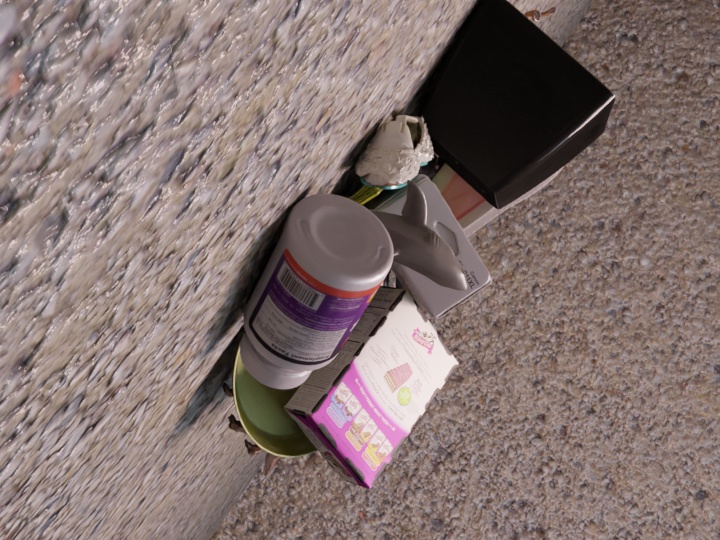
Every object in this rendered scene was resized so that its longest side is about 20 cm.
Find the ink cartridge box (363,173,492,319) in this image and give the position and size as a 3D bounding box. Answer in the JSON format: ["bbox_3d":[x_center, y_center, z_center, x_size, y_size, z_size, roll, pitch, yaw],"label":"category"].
[{"bbox_3d":[0.069,-0.035,1.326,0.082,0.147,0.200,-33,-173,-1],"label":"ink cartridge box"}]

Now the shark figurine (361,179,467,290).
[{"bbox_3d":[-0.001,-0.024,1.173,0.090,0.212,0.129,-61,148,-44],"label":"shark figurine"}]

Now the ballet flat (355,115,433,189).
[{"bbox_3d":[0.039,-0.140,1.246,0.072,0.071,0.200,-56,177,19],"label":"ballet flat"}]

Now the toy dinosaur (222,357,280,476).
[{"bbox_3d":[-0.094,0.155,1.380,0.134,0.203,0.086,-11,-175,-23],"label":"toy dinosaur"}]

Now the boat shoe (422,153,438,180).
[{"bbox_3d":[0.110,-0.152,1.754,0.074,0.068,0.199,-54,175,-6],"label":"boat shoe"}]

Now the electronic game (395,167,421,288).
[{"bbox_3d":[0.072,-0.052,1.529,0.200,0.041,0.203,3,90,-87],"label":"electronic game"}]

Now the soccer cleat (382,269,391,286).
[{"bbox_3d":[0.000,0.000,1.461,0.081,0.067,0.201,-50,149,-21],"label":"soccer cleat"}]

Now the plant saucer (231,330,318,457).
[{"bbox_3d":[-0.076,0.117,1.310,0.031,0.201,0.201,9,-126,49],"label":"plant saucer"}]

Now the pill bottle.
[{"bbox_3d":[-0.053,0.029,1.110,0.112,0.111,0.201,-49,173,-47],"label":"pill bottle"}]

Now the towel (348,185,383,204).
[{"bbox_3d":[0.008,-0.096,1.312,0.085,0.018,0.200,-30,-174,21],"label":"towel"}]

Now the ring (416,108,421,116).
[{"bbox_3d":[0.055,-0.154,1.502,0.202,0.019,0.200,-56,176,-6],"label":"ring"}]

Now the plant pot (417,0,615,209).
[{"bbox_3d":[0.178,-0.193,1.385,0.178,0.199,0.200,-47,170,3],"label":"plant pot"}]

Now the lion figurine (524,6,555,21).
[{"bbox_3d":[0.219,-0.314,1.695,0.122,0.072,0.202,13,-109,58],"label":"lion figurine"}]

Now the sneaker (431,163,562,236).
[{"bbox_3d":[0.176,-0.131,1.514,0.199,0.105,0.075,-34,162,12],"label":"sneaker"}]

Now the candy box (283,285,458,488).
[{"bbox_3d":[0.016,0.137,1.333,0.061,0.137,0.200,7,-130,50],"label":"candy box"}]

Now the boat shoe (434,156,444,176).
[{"bbox_3d":[0.168,-0.188,1.640,0.201,0.074,0.094,-55,156,-44],"label":"boat shoe"}]
